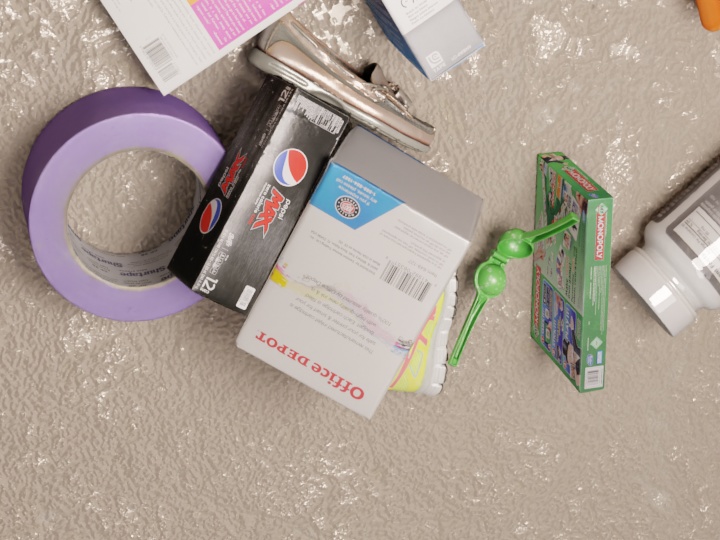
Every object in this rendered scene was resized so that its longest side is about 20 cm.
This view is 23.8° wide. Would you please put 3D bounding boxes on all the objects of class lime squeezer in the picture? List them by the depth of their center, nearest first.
[{"bbox_3d":[0.144,0.005,1.679,0.037,0.071,0.200,19,120,-39],"label":"lime squeezer"}]

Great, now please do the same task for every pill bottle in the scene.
[{"bbox_3d":[0.360,-0.034,1.734,0.200,0.114,0.114,-42,117,4],"label":"pill bottle"}]

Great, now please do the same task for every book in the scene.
[{"bbox_3d":[-0.129,-0.266,1.523,0.199,0.048,0.134,-33,111,1],"label":"book"}]

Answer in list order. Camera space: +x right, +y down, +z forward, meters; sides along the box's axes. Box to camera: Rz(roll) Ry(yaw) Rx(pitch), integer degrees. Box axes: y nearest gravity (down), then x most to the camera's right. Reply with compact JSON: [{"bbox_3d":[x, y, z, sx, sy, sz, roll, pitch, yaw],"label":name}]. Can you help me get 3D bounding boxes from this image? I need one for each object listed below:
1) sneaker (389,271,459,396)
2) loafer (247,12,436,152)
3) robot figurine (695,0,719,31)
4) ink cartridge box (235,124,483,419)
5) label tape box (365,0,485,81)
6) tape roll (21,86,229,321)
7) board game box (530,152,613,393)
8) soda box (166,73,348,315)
[{"bbox_3d":[0.044,0.037,1.691,0.089,0.078,0.202,-2,113,-13],"label":"sneaker"},{"bbox_3d":[-0.007,-0.176,1.594,0.199,0.072,0.063,25,95,-21],"label":"loafer"},{"bbox_3d":[0.394,-0.296,1.632,0.144,0.116,0.201,-48,124,-36],"label":"robot figurine"},{"bbox_3d":[0.000,0.000,1.580,0.146,0.145,0.201,30,110,-2],"label":"ink cartridge box"},{"bbox_3d":[0.020,-0.281,1.512,0.066,0.143,0.201,-32,117,-1],"label":"label tape box"},{"bbox_3d":[-0.209,-0.061,1.572,0.198,0.085,0.202,-6,113,-13],"label":"tape roll"},{"bbox_3d":[0.207,0.000,1.691,0.029,0.135,0.202,-6,114,-13],"label":"board game box"},{"bbox_3d":[-0.092,-0.068,1.517,0.063,0.071,0.201,27,94,-31],"label":"soda box"}]
